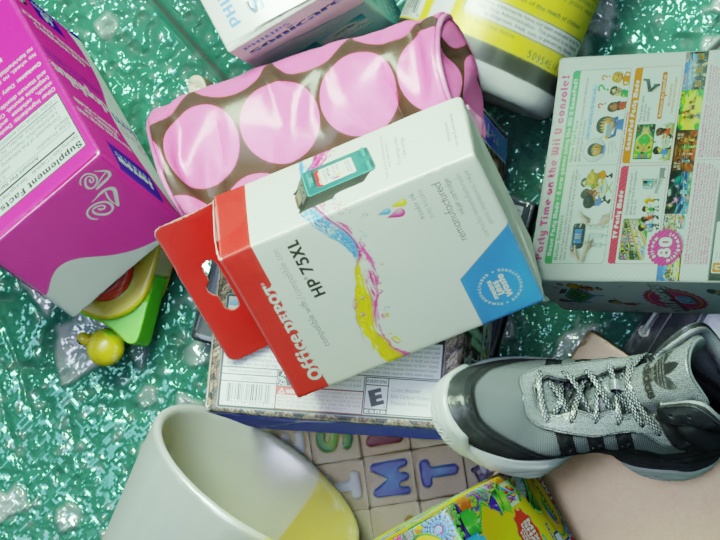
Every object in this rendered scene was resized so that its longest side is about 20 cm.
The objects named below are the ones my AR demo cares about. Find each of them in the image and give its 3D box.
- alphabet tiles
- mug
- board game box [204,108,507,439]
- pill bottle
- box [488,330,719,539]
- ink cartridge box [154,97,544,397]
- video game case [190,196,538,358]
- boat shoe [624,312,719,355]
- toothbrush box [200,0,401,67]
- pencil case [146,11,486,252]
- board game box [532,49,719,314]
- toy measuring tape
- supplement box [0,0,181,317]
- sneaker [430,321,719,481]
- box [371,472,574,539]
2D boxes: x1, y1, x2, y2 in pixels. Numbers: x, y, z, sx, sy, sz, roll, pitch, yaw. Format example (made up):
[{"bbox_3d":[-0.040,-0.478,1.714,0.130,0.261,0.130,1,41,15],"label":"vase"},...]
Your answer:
[{"bbox_3d":[0.022,0.152,1.645,0.166,0.008,0.201,-10,83,14],"label":"alphabet tiles"},{"bbox_3d":[-0.091,0.201,1.598,0.187,0.149,0.153,45,110,32],"label":"mug"},{"bbox_3d":[0.000,0.000,1.594,0.159,0.097,0.201,4,82,14],"label":"board game box"},{"bbox_3d":[0.104,-0.206,1.599,0.114,0.114,0.201,23,92,16],"label":"pill bottle"},{"bbox_3d":[0.155,0.164,1.597,0.163,0.021,0.200,35,92,13],"label":"box"},{"bbox_3d":[-0.008,-0.005,1.480,0.199,0.067,0.116,-23,124,9],"label":"ink cartridge box"},{"bbox_3d":[0.002,0.001,1.653,0.199,0.019,0.143,15,85,17],"label":"video game case"},{"bbox_3d":[0.227,-0.026,1.577,0.068,0.072,0.201,28,100,14],"label":"boat shoe"},{"bbox_3d":[-0.053,-0.200,1.596,0.085,0.200,0.147,-30,78,11],"label":"toothbrush box"},{"bbox_3d":[-0.023,-0.082,1.518,0.199,0.091,0.094,-21,46,11],"label":"pencil case"},{"bbox_3d":[0.208,-0.052,1.519,0.199,0.064,0.148,1,73,31],"label":"board game box"},{"bbox_3d":[-0.153,-0.036,1.677,0.073,0.074,0.201,15,89,16],"label":"toy measuring tape"},{"bbox_3d":[-0.211,-0.084,1.640,0.103,0.101,0.200,-38,51,9],"label":"supplement box"},{"bbox_3d":[0.147,0.071,1.497,0.199,0.114,0.076,7,63,-24],"label":"sneaker"},{"bbox_3d":[0.074,0.237,1.497,0.122,0.193,0.201,-30,86,18],"label":"box"}]
